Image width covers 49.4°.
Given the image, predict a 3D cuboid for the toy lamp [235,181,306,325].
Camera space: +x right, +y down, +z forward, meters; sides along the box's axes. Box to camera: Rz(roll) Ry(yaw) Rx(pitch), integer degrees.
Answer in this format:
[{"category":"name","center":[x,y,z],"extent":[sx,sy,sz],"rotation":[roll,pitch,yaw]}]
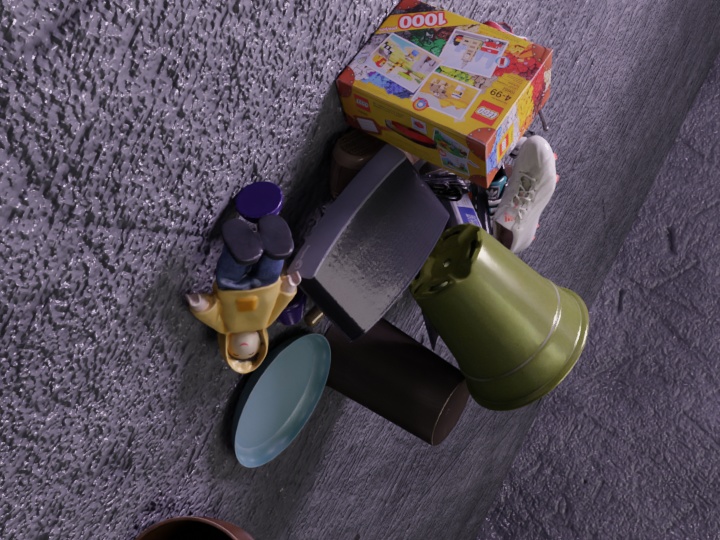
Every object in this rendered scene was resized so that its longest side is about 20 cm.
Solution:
[{"category":"toy lamp","center":[-0.096,-0.009,0.882],"extent":[0.058,0.058,0.202],"rotation":[-48,149,-27]}]

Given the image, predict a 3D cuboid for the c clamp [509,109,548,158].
[{"category":"c clamp","center":[0.248,-0.247,1.223],"extent":[0.201,0.026,0.175],"rotation":[86,-3,-71]}]

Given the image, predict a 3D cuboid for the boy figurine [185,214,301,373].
[{"category":"boy figurine","center":[-0.126,0.032,0.830],"extent":[0.122,0.065,0.202],"rotation":[-7,139,-25]}]

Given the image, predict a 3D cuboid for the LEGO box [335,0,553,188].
[{"category":"LEGO box","center":[0.096,-0.206,0.888],"extent":[0.150,0.198,0.078],"rotation":[-53,154,-19]}]

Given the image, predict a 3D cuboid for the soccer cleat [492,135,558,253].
[{"category":"soccer cleat","center":[0.234,-0.100,1.136],"extent":[0.077,0.069,0.203],"rotation":[-27,142,-28]}]

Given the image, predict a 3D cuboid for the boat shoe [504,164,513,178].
[{"category":"boat shoe","center":[0.239,-0.099,1.399],"extent":[0.203,0.074,0.075],"rotation":[-54,170,-37]}]

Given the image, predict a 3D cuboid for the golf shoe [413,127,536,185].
[{"category":"golf shoe","center":[0.158,-0.169,1.121],"extent":[0.196,0.078,0.097],"rotation":[-8,118,-19]}]

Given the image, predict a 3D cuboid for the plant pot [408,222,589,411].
[{"category":"plant pot","center":[0.163,0.046,1.024],"extent":[0.190,0.199,0.202],"rotation":[42,74,-25]}]

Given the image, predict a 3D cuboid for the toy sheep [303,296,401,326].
[{"category":"toy sheep","center":[0.000,0.000,0.994],"extent":[0.201,0.136,0.139],"rotation":[-51,152,-22]}]

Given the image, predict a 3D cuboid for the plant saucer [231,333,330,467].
[{"category":"plant saucer","center":[-0.110,0.171,1.063],"extent":[0.200,0.027,0.203],"rotation":[-44,149,-35]}]

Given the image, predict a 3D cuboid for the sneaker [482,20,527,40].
[{"category":"sneaker","center":[0.205,-0.291,1.165],"extent":[0.114,0.071,0.199],"rotation":[-59,153,1]}]

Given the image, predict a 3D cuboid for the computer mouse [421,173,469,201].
[{"category":"computer mouse","center":[0.080,-0.076,1.113],"extent":[0.202,0.135,0.054],"rotation":[89,-1,-54]}]

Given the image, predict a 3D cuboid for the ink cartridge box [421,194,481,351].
[{"category":"ink cartridge box","center":[0.133,-0.016,1.197],"extent":[0.198,0.042,0.204],"rotation":[-100,-164,-57]}]

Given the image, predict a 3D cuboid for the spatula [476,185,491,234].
[{"category":"spatula","center":[0.181,-0.130,1.158],"extent":[0.021,0.055,0.205],"rotation":[138,-49,-80]}]

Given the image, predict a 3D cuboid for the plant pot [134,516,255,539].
[{"category":"plant pot","center":[-0.189,0.396,0.990],"extent":[0.189,0.185,0.200],"rotation":[-60,169,-4]}]

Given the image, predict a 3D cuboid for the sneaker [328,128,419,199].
[{"category":"sneaker","center":[0.029,-0.147,0.988],"extent":[0.198,0.070,0.076],"rotation":[-25,148,-42]}]

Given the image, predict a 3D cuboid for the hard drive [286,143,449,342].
[{"category":"hard drive","center":[0.018,-0.032,0.901],"extent":[0.135,0.042,0.201],"rotation":[48,68,-28]}]

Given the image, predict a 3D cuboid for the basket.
[{"category":"basket","center":[0.055,0.160,1.167],"extent":[0.138,0.198,0.180],"rotation":[-60,154,-3]}]

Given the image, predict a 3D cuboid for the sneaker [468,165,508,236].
[{"category":"sneaker","center":[0.190,-0.108,1.211],"extent":[0.080,0.070,0.205],"rotation":[178,-91,-82]}]
